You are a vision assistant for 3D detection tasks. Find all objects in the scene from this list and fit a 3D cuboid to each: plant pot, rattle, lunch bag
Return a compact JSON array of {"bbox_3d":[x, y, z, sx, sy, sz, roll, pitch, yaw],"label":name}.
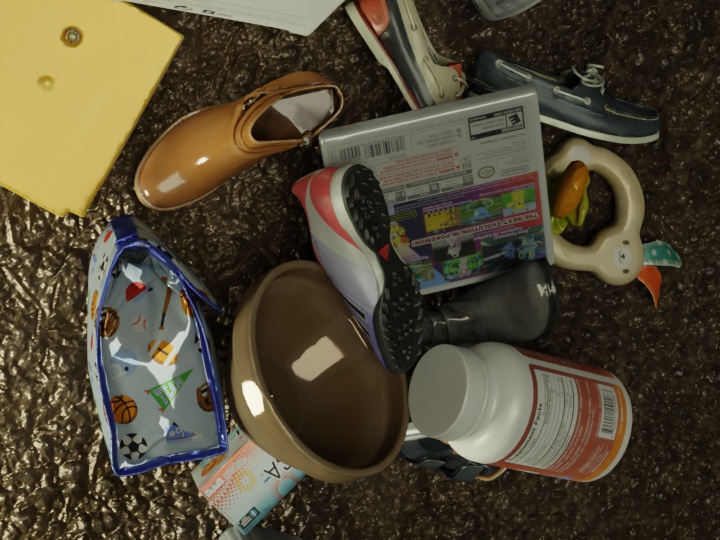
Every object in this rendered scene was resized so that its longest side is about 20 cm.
[{"bbox_3d":[-0.055,0.099,1.310,0.092,0.201,0.201,-26,111,34],"label":"plant pot"},{"bbox_3d":[0.258,-0.037,1.434,0.200,0.143,0.130,48,67,-11],"label":"rattle"},{"bbox_3d":[-0.185,0.055,1.309,0.123,0.170,0.201,-12,101,-10],"label":"lunch bag"}]

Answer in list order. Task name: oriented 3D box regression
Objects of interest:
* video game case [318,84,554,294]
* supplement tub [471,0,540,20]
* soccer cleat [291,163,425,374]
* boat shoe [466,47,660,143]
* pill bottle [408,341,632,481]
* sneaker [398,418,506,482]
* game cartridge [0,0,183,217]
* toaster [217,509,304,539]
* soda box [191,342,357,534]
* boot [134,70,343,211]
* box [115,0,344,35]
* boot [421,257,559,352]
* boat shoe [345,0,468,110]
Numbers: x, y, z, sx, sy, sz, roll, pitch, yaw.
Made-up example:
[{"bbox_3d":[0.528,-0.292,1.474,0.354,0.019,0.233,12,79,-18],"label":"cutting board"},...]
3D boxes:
[{"bbox_3d":[0.073,-0.065,1.351,0.199,0.023,0.183,-13,121,-4],"label":"video game case"},{"bbox_3d":[0.111,-0.340,1.346,0.122,0.123,0.200,-39,106,-6],"label":"supplement tub"},{"bbox_3d":[0.000,0.000,1.317,0.068,0.073,0.201,-41,119,-44],"label":"soccer cleat"},{"bbox_3d":[0.201,-0.170,1.428,0.199,0.075,0.062,12,108,-8],"label":"boat shoe"},{"bbox_3d":[0.146,0.128,1.368,0.199,0.112,0.113,15,96,-34],"label":"pill bottle"},{"bbox_3d":[0.091,0.172,1.452,0.199,0.078,0.080,-6,96,-16],"label":"sneaker"},{"bbox_3d":[-0.281,-0.168,1.321,0.176,0.032,0.201,30,93,-18],"label":"game cartridge"},{"bbox_3d":[-0.094,0.332,1.404,0.113,0.129,0.201,17,95,-18],"label":"toaster"},{"bbox_3d":[-0.067,0.153,1.414,0.200,0.064,0.068,-44,106,-3],"label":"soda box"},{"bbox_3d":[-0.109,-0.116,1.308,0.200,0.155,0.074,-37,105,-7],"label":"boot"},{"bbox_3d":[-0.106,-0.298,1.243,0.198,0.200,0.132,8,83,-15],"label":"box"},{"bbox_3d":[0.097,0.045,1.374,0.131,0.200,0.070,-6,73,-18],"label":"boot"},{"bbox_3d":[0.064,-0.182,1.384,0.062,0.071,0.200,-33,99,8],"label":"boat shoe"}]
